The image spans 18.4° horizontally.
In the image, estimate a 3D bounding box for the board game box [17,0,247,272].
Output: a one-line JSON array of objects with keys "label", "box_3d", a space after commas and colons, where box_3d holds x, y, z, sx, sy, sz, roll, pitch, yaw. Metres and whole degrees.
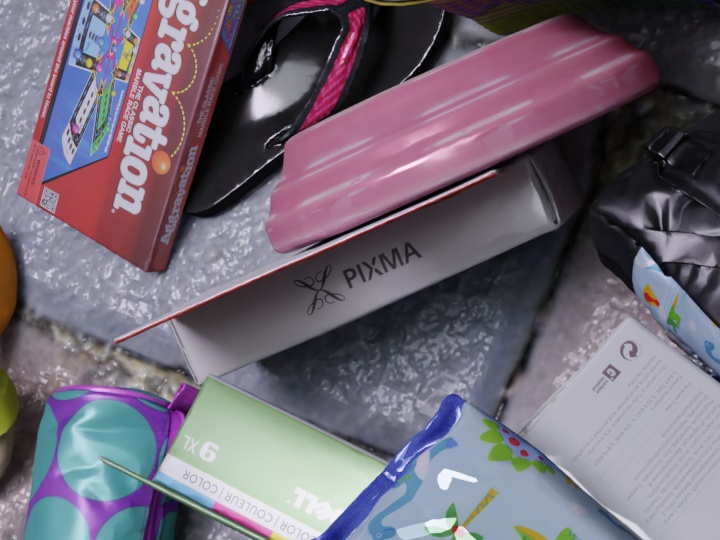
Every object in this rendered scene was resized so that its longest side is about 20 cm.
[{"label": "board game box", "box_3d": [-0.118, -0.111, 1.184, 0.102, 0.019, 0.202, 29, 111, 28]}]

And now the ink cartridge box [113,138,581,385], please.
[{"label": "ink cartridge box", "box_3d": [0.000, 0.000, 1.055, 0.199, 0.174, 0.044, -24, 93, 15]}]

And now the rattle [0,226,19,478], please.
[{"label": "rattle", "box_3d": [-0.273, 0.078, 1.210, 0.200, 0.129, 0.144, -49, 46, 32]}]

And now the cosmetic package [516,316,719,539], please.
[{"label": "cosmetic package", "box_3d": [0.171, 0.124, 0.960, 0.081, 0.113, 0.200, -45, 64, -10]}]

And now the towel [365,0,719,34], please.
[{"label": "towel", "box_3d": [0.092, -0.132, 1.047, 0.142, 0.200, 0.023, -3, 90, 22]}]

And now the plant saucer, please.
[{"label": "plant saucer", "box_3d": [0.042, -0.069, 1.044, 0.199, 0.200, 0.051, -23, 92, 15]}]

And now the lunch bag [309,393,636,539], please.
[{"label": "lunch bag", "box_3d": [0.079, 0.173, 0.948, 0.127, 0.200, 0.170, -44, 61, -4]}]

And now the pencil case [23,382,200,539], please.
[{"label": "pencil case", "box_3d": [-0.128, 0.158, 1.109, 0.092, 0.085, 0.202, -8, 70, 37]}]

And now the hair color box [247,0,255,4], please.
[{"label": "hair color box", "box_3d": [-0.069, -0.253, 1.230, 0.110, 0.064, 0.202, -20, 68, 18]}]

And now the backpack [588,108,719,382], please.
[{"label": "backpack", "box_3d": [0.223, 0.017, 0.974, 0.163, 0.154, 0.200, -34, 44, -12]}]

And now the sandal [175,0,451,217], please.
[{"label": "sandal", "box_3d": [-0.032, -0.104, 1.174, 0.200, 0.045, 0.075, -40, 62, 7]}]

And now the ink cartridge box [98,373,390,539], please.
[{"label": "ink cartridge box", "box_3d": [-0.025, 0.103, 1.015, 0.103, 0.200, 0.060, 24, 82, 27]}]
